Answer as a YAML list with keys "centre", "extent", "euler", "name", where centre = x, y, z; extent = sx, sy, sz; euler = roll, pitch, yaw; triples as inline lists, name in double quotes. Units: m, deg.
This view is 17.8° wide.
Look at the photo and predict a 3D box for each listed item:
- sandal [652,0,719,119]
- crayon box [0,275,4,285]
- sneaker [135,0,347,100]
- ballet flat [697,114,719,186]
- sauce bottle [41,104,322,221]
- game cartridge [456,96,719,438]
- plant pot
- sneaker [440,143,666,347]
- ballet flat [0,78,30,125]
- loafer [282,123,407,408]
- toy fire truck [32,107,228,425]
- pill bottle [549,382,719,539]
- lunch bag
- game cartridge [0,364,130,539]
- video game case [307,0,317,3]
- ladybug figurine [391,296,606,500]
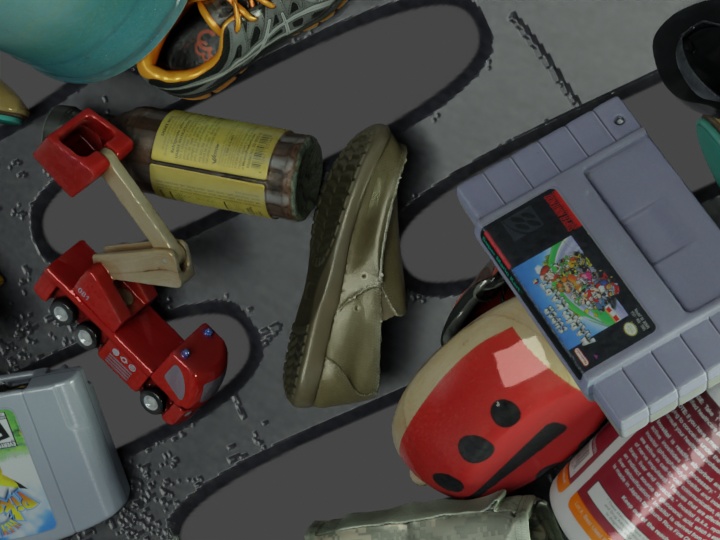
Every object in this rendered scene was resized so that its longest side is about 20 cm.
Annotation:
- centre: [0.235, -0.121, 1.407]
  extent: [0.076, 0.200, 0.043]
  euler: [-45, 122, 7]
  name: "sandal"
- centre: [-0.355, -0.004, 1.705]
  extent: [0.126, 0.052, 0.200]
  euler: [-40, 82, 21]
  name: "crayon box"
- centre: [-0.073, -0.184, 1.559]
  extent: [0.200, 0.077, 0.078]
  euler: [-43, 81, 19]
  name: "sneaker"
- centre: [0.272, -0.036, 1.418]
  extent: [0.063, 0.069, 0.200]
  euler: [-20, 46, -2]
  name: "ballet flat"
- centre: [-0.126, -0.081, 1.600]
  extent: [0.199, 0.065, 0.065]
  euler: [13, 102, 18]
  name: "sauce bottle"
- centre: [0.160, -0.005, 1.427]
  extent: [0.129, 0.038, 0.200]
  euler: [-28, 60, -11]
  name: "game cartridge"
- centre: [-0.235, -0.241, 1.516]
  extent: [0.199, 0.188, 0.201]
  euler: [-8, 77, 36]
  name: "plant pot"
- centre: [0.128, -0.003, 1.506]
  extent: [0.077, 0.082, 0.200]
  euler: [43, 110, 10]
  name: "sneaker"
- centre: [-0.330, -0.148, 1.669]
  extent: [0.199, 0.069, 0.063]
  euler: [8, 87, 18]
  name: "ballet flat"
- centre: [0.000, 0.000, 1.565]
  extent: [0.067, 0.076, 0.201]
  euler: [14, 97, -17]
  name: "loafer"
- centre: [-0.159, 0.000, 1.595]
  extent: [0.200, 0.049, 0.141]
  euler: [45, 135, 2]
  name: "toy fire truck"
- centre: [0.224, 0.111, 1.470]
  extent: [0.113, 0.113, 0.200]
  euler: [45, 111, 9]
  name: "pill bottle"
- centre: [0.065, 0.240, 1.536]
  extent: [0.163, 0.118, 0.201]
  euler: [-9, 109, 21]
  name: "lunch bag"
- centre: [-0.276, 0.144, 1.678]
  extent: [0.199, 0.041, 0.134]
  euler: [-10, 119, 15]
  name: "game cartridge"
- centre: [-0.011, -0.308, 1.515]
  extent: [0.200, 0.023, 0.182]
  euler: [-38, 83, 3]
  name: "video game case"
- centre: [0.103, 0.087, 1.498]
  extent: [0.200, 0.135, 0.072]
  euler: [-47, 45, 32]
  name: "ladybug figurine"
